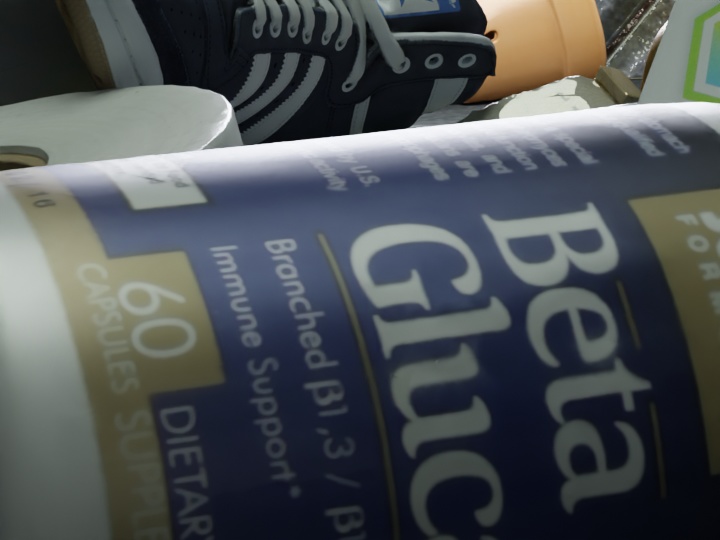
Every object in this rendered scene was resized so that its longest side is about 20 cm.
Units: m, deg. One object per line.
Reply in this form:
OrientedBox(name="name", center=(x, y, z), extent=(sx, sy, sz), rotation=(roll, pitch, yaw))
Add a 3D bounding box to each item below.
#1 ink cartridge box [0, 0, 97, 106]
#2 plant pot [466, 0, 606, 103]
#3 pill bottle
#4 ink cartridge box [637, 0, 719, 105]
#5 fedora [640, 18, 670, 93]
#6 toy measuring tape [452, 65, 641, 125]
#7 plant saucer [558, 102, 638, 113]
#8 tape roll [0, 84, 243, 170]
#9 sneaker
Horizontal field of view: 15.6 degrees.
OrientedBox(name="ink cartridge box", center=(-0.175, -0.110, 0.820), extent=(0.199, 0.145, 0.145), rotation=(32, 30, 19))
OrientedBox(name="plant pot", center=(0.140, -0.256, 2.610), extent=(0.139, 0.201, 0.200), rotation=(-22, 10, -10))
OrientedBox(name="pill bottle", center=(0.025, 0.030, 0.437), extent=(0.198, 0.112, 0.111), rotation=(-7, 7, -21))
OrientedBox(name="ink cartridge box", center=(0.129, -0.042, 0.642), extent=(0.103, 0.059, 0.201), rotation=(2, 53, 32))
OrientedBox(name="fedora", center=(0.140, -0.045, 0.802), extent=(0.081, 0.202, 0.200), rotation=(-24, 11, -13))
OrientedBox(name="toy measuring tape", center=(0.000, 0.000, 0.813), extent=(0.199, 0.074, 0.074), rotation=(-21, 9, -8))
OrientedBox(name="plant saucer", center=(0.118, 0.005, 0.692), extent=(0.069, 0.019, 0.200), rotation=(-8, 32, -32))
OrientedBox(name="tape roll", center=(-0.116, 0.019, 0.632), extent=(0.201, 0.071, 0.203), rotation=(-14, 15, 4))
OrientedBox(name="sneaker", center=(-0.023, -0.078, 0.776), extent=(0.108, 0.071, 0.200), rotation=(-25, -15, 5))
